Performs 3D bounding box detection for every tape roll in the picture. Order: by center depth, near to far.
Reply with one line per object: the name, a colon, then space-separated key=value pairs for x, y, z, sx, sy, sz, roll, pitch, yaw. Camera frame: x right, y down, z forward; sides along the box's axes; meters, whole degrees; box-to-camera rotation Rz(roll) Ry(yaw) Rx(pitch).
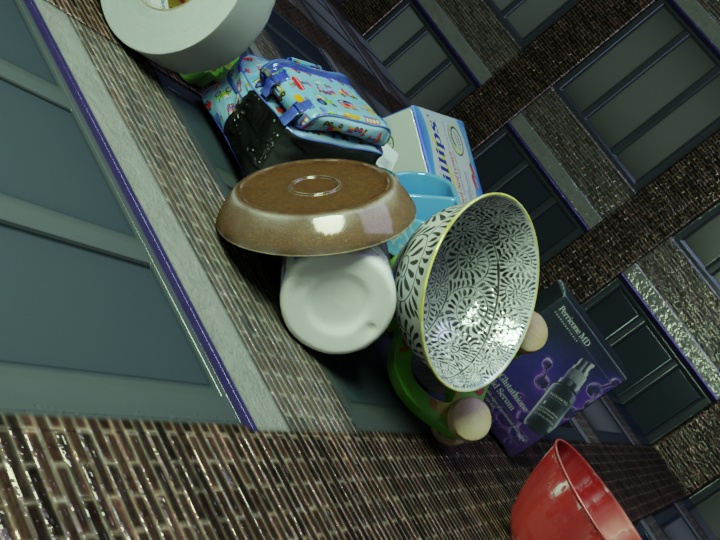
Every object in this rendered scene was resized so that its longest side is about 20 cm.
tape roll: x=-0.188 y=-0.323 z=1.016 sx=0.201 sy=0.200 sz=0.066 roll=57 pitch=15 yaw=20

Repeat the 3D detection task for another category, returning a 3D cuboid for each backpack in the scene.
backpack: x=-0.085 y=-0.183 z=1.099 sx=0.181 sy=0.135 sz=0.201 roll=7 pitch=38 yaw=-45

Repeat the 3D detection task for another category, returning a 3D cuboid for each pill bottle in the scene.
pill bottle: x=-0.026 y=-0.011 z=0.949 sx=0.114 sy=0.113 sz=0.201 roll=46 pitch=15 yaw=-21

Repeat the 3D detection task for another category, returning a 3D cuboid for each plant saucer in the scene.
plant saucer: x=-0.043 y=-0.069 z=0.901 sx=0.201 sy=0.197 sz=0.035 roll=-97 pitch=-175 yaw=-64

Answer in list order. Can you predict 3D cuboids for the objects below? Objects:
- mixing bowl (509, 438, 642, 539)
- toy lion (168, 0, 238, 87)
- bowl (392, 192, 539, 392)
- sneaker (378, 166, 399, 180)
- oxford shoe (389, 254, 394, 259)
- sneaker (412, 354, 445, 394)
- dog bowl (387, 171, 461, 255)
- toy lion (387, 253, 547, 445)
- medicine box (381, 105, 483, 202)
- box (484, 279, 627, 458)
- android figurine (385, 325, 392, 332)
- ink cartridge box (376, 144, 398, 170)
mixing bowl: x=0.238 y=0.303 z=1.037 sx=0.201 sy=0.108 sz=0.201 roll=49 pitch=14 yaw=-17
toy lion: x=-0.220 y=-0.307 z=1.184 sx=0.200 sy=0.068 sz=0.193 roll=35 pitch=29 yaw=-53
bowl: x=0.092 y=0.016 z=0.950 sx=0.093 sy=0.203 sz=0.200 roll=12 pitch=-17 yaw=41
sneaker: x=-0.025 y=-0.109 z=1.196 sx=0.079 sy=0.072 sz=0.199 roll=30 pitch=-12 yaw=-24
oxford shoe: x=0.114 y=-0.010 z=1.166 sx=0.198 sy=0.073 sz=0.072 roll=-7 pitch=72 yaw=-32
sneaker: x=0.114 y=0.105 z=1.195 sx=0.104 sy=0.075 sz=0.201 roll=39 pitch=14 yaw=-26
dog bowl: x=0.078 y=-0.073 z=1.171 sx=0.110 sy=0.050 sz=0.201 roll=4 pitch=25 yaw=-5
toy lion: x=0.098 y=0.063 z=1.038 sx=0.191 sy=0.201 sz=0.069 roll=40 pitch=-23 yaw=-5
medicine box: x=0.102 y=-0.141 z=1.429 sx=0.199 sy=0.102 sz=0.185 roll=-2 pitch=76 yaw=-62
box: x=0.245 y=0.135 z=1.289 sx=0.148 sy=0.199 sz=0.104 roll=51 pitch=14 yaw=-4
android figurine: x=0.000 y=0.000 z=1.160 sx=0.200 sy=0.041 sz=0.183 roll=45 pitch=16 yaw=-30
ink cartridge box: x=-0.046 y=-0.163 z=1.267 sx=0.099 sy=0.040 sz=0.199 roll=36 pitch=-20 yaw=-30
